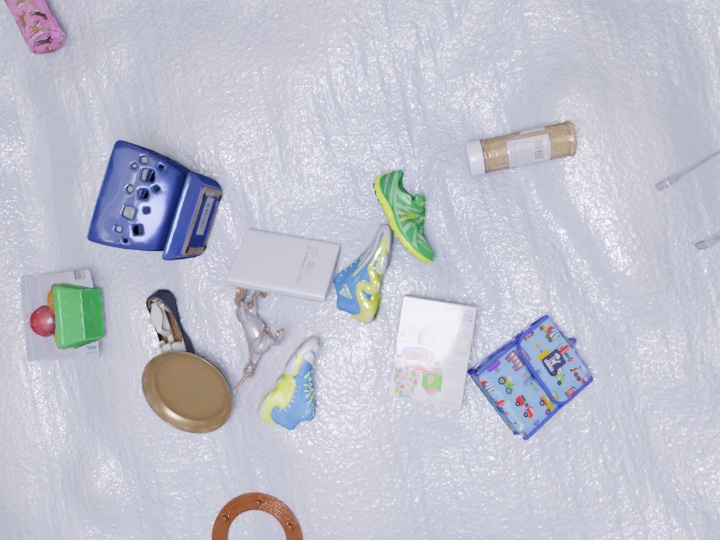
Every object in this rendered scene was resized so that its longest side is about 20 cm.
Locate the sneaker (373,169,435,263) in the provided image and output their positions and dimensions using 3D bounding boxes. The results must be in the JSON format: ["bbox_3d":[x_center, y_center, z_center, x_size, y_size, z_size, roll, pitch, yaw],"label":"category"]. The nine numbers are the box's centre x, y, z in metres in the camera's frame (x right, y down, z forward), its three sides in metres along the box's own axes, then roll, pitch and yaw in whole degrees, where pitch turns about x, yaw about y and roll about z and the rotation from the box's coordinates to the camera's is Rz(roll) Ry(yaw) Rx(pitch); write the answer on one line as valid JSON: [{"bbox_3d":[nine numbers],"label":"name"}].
[{"bbox_3d":[0.096,-0.107,1.147,0.083,0.074,0.201,-29,86,11],"label":"sneaker"}]

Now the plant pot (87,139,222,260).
[{"bbox_3d":[-0.390,-0.125,1.166,0.178,0.200,0.202,19,93,1],"label":"plant pot"}]

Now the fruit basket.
[{"bbox_3d":[-0.646,0.099,1.269,0.198,0.094,0.187,-7,89,24],"label":"fruit basket"}]

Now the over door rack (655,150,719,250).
[{"bbox_3d":[0.670,-0.149,1.062,0.199,0.067,0.148,-32,85,7],"label":"over door rack"}]

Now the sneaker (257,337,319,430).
[{"bbox_3d":[-0.117,0.234,1.182,0.105,0.076,0.201,34,103,-3],"label":"sneaker"}]

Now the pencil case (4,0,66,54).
[{"bbox_3d":[-0.712,-0.567,1.269,0.082,0.086,0.201,-25,86,-22],"label":"pencil case"}]

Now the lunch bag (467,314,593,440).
[{"bbox_3d":[0.331,0.194,1.117,0.199,0.094,0.151,-37,84,-5],"label":"lunch bag"}]

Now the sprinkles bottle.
[{"bbox_3d":[0.302,-0.230,1.118,0.198,0.068,0.069,-10,89,8],"label":"sprinkles bottle"}]

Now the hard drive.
[{"bbox_3d":[-0.150,-0.012,1.176,0.198,0.026,0.133,10,56,9],"label":"hard drive"}]

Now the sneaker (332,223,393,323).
[{"bbox_3d":[0.000,0.000,1.162,0.104,0.076,0.202,13,93,9],"label":"sneaker"}]

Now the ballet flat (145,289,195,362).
[{"bbox_3d":[-0.399,0.137,1.228,0.073,0.073,0.201,-19,88,8],"label":"ballet flat"}]

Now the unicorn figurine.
[{"bbox_3d":[-0.214,0.128,1.191,0.137,0.073,0.201,-41,55,48],"label":"unicorn figurine"}]

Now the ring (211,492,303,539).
[{"bbox_3d":[-0.217,0.566,1.225,0.199,0.019,0.202,0,91,9],"label":"ring"}]

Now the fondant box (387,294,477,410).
[{"bbox_3d":[0.141,0.157,1.150,0.143,0.058,0.202,9,91,9],"label":"fondant box"}]

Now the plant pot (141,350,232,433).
[{"bbox_3d":[-0.352,0.246,1.210,0.198,0.028,0.202,4,115,9],"label":"plant pot"}]
